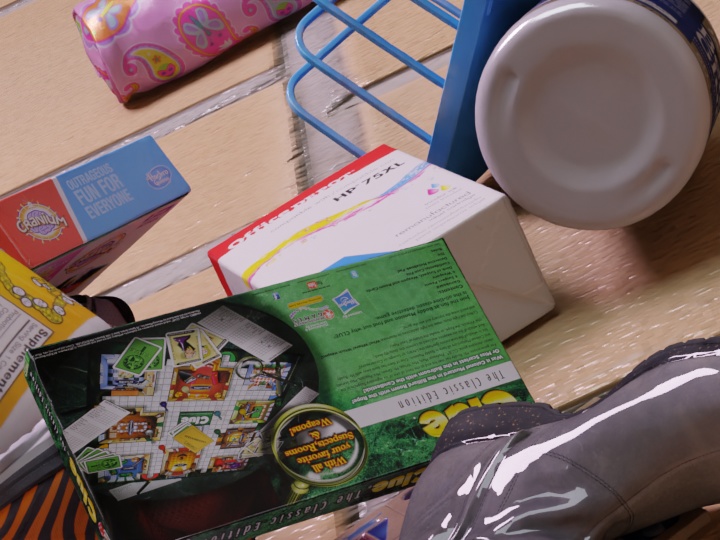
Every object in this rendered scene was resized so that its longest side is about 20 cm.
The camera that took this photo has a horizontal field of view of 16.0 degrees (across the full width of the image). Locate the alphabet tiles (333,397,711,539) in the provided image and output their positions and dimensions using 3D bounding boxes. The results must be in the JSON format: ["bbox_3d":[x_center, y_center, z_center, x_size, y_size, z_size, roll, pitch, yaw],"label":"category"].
[{"bbox_3d":[0.047,0.117,1.050,0.200,0.008,0.167,-33,21,-18],"label":"alphabet tiles"}]

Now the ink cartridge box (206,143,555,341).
[{"bbox_3d":[0.000,0.000,1.296,0.116,0.067,0.200,-32,21,-13],"label":"ink cartridge box"}]

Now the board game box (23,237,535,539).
[{"bbox_3d":[-0.030,0.054,1.077,0.200,0.023,0.105,-15,59,-24],"label":"board game box"}]

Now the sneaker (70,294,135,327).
[{"bbox_3d":[-0.140,0.043,1.355,0.200,0.075,0.115,-10,24,39],"label":"sneaker"}]

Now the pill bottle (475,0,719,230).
[{"bbox_3d":[0.125,-0.092,1.280,0.111,0.111,0.200,-21,8,15],"label":"pill bottle"}]

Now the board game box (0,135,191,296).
[{"bbox_3d":[-0.202,0.015,1.390,0.200,0.040,0.153,-40,-5,33],"label":"board game box"}]

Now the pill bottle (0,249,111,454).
[{"bbox_3d":[-0.183,0.047,1.204,0.113,0.200,0.113,-55,-5,-7],"label":"pill bottle"}]

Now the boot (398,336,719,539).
[{"bbox_3d":[0.082,0.101,0.964,0.200,0.070,0.132,-23,21,42],"label":"boot"}]

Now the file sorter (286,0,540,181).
[{"bbox_3d":[0.047,-0.156,1.376,0.123,0.200,0.139,35,56,16],"label":"file sorter"}]

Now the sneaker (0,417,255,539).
[{"bbox_3d":[-0.115,0.121,1.076,0.200,0.112,0.078,-43,0,-23],"label":"sneaker"}]

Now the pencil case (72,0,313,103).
[{"bbox_3d":[-0.110,-0.200,1.880,0.200,0.088,0.087,-29,21,-6],"label":"pencil case"}]
